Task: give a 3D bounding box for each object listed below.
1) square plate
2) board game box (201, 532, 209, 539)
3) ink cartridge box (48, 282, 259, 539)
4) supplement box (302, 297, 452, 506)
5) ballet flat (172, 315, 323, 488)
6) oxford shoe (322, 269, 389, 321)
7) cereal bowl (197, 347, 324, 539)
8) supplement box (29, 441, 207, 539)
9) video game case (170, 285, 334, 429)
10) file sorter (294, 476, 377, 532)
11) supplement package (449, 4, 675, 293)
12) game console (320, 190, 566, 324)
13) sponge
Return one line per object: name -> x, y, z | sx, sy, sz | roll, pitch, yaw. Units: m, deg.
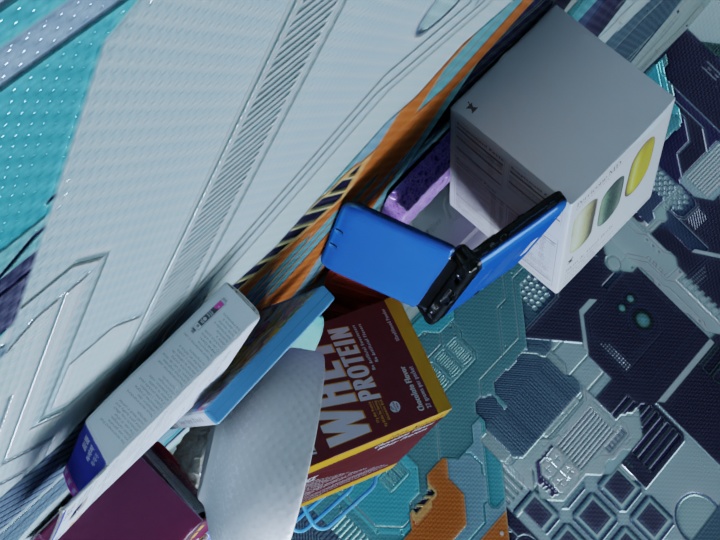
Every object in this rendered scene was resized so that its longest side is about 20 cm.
square plate -> 0.121, -0.076, 1.771 | 0.198, 0.028, 0.201 | -45, -153, 18
board game box -> -0.267, 0.332, 1.822 | 0.200, 0.097, 0.160 | -44, 175, -21
ink cartridge box -> -0.170, 0.112, 1.208 | 0.200, 0.043, 0.196 | -44, 177, -23
supplement box -> -0.044, 0.151, 1.697 | 0.195, 0.134, 0.200 | -19, 164, -25
ballet flat -> -0.113, 0.110, 1.533 | 0.201, 0.071, 0.072 | -57, 176, -7
oxford shoe -> 0.000, 0.000, 1.713 | 0.200, 0.070, 0.073 | 120, -12, -63
cereal bowl -> -0.093, 0.162, 1.420 | 0.200, 0.082, 0.203 | -167, -90, -83
supplement box -> -0.211, 0.237, 1.512 | 0.131, 0.103, 0.200 | -45, 174, -3
video game case -> -0.101, 0.078, 1.391 | 0.143, 0.018, 0.200 | -47, -172, -17
file sorter -> -0.096, 0.254, 2.048 | 0.199, 0.124, 0.138 | -16, -165, 48
supplement package -> 0.188, -0.112, 1.565 | 0.152, 0.150, 0.200 | -44, 161, -15
game console -> 0.072, -0.035, 1.488 | 0.170, 0.119, 0.200 | -35, 173, -15
sponge -> 0.100, -0.124, 1.662 | 0.200, 0.030, 0.112 | -46, 175, -11
